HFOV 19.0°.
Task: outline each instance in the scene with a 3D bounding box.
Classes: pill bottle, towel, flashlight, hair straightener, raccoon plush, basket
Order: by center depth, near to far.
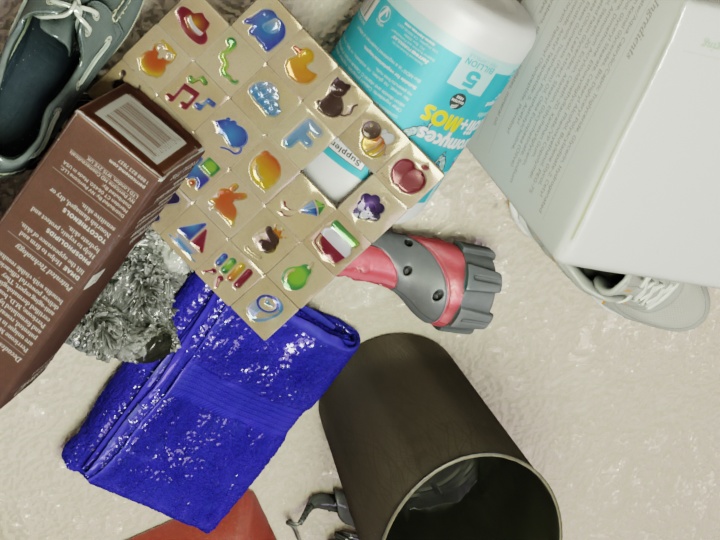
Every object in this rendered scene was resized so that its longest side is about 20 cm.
[{"bbox_3d":[0.022,-0.109,1.437,0.110,0.111,0.201,22,113,-29],"label":"pill bottle"},{"bbox_3d":[-0.181,-0.018,1.446,0.199,0.097,0.135,6,112,-21],"label":"raccoon plush"},{"bbox_3d":[0.000,0.000,1.525,0.199,0.068,0.068,9,108,-25],"label":"flashlight"},{"bbox_3d":[0.048,0.145,1.553,0.135,0.200,0.181,-8,125,-14],"label":"basket"},{"bbox_3d":[-0.107,0.096,1.564,0.147,0.050,0.200,28,109,-30],"label":"towel"},{"bbox_3d":[0.029,0.219,1.692,0.199,0.041,0.077,11,117,-24],"label":"hair straightener"}]

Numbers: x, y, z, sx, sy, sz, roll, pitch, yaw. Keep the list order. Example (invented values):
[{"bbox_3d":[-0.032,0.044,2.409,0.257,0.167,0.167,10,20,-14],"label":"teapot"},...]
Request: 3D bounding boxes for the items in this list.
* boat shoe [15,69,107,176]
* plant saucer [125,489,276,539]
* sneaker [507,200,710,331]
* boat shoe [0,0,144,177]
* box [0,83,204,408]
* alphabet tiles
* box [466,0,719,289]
[{"bbox_3d":[-0.225,-0.095,1.395,0.199,0.060,0.074,6,118,-22],"label":"boat shoe"},{"bbox_3d":[-0.141,0.288,1.684,0.199,0.037,0.200,-23,126,-2],"label":"plant saucer"},{"bbox_3d":[0.191,0.003,1.575,0.200,0.092,0.076,32,109,-32],"label":"sneaker"},{"bbox_3d":[-0.182,-0.146,1.341,0.073,0.062,0.201,33,85,-19],"label":"boat shoe"},{"bbox_3d":[-0.191,-0.014,1.363,0.075,0.100,0.200,39,110,0],"label":"box"},{"bbox_3d":[-0.073,-0.077,1.392,0.167,0.008,0.200,-42,101,15],"label":"alphabet tiles"},{"bbox_3d":[0.213,-0.114,1.447,0.198,0.172,0.201,9,119,-30],"label":"box"}]
